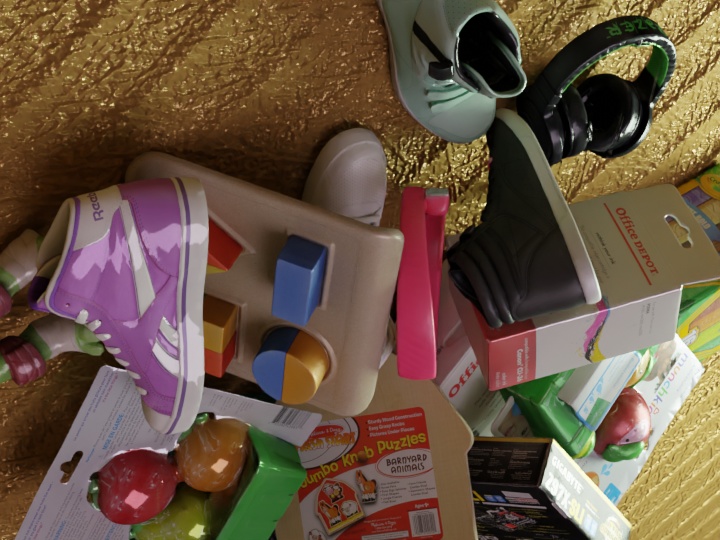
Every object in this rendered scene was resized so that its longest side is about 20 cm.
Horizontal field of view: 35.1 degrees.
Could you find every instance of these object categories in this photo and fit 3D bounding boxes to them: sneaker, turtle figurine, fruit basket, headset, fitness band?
[{"bbox_3d":[-0.163,0.031,0.755,0.112,0.073,0.203,-10,125,-22],"label":"sneaker"},{"bbox_3d":[-0.254,0.072,0.721,0.193,0.145,0.199,-37,-175,-26],"label":"turtle figurine"},{"bbox_3d":[0.221,0.115,1.013,0.200,0.093,0.186,42,81,-30],"label":"fruit basket"},{"bbox_3d":[0.185,-0.112,0.924,0.122,0.095,0.201,-9,147,-29],"label":"headset"},{"bbox_3d":[0.000,0.000,0.883,0.073,0.116,0.202,-10,135,-25],"label":"sneaker"},{"bbox_3d":[0.073,-0.132,0.799,0.073,0.119,0.201,-35,143,-2],"label":"sneaker"},{"bbox_3d":[0.102,-0.042,0.865,0.098,0.202,0.071,-21,140,5],"label":"sneaker"},{"bbox_3d":[0.047,0.008,0.891,0.037,0.200,0.147,4,96,5],"label":"fitness band"},{"bbox_3d":[-0.153,0.162,0.908,0.197,0.094,0.187,18,114,-28],"label":"fruit basket"}]

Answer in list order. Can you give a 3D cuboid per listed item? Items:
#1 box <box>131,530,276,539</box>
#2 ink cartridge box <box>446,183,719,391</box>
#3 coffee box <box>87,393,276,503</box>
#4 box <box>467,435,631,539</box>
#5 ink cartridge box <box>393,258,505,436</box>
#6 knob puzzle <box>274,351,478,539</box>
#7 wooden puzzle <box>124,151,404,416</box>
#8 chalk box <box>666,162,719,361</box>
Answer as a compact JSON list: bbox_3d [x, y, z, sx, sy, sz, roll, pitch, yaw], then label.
[{"bbox_3d":[-0.130,0.310,1.113,0.197,0.105,0.150,-17,138,-23],"label":"box"},{"bbox_3d":[0.178,0.010,0.910,0.196,0.118,0.068,-14,138,-4],"label":"ink cartridge box"},{"bbox_3d":[-0.138,0.167,1.008,0.198,0.044,0.124,3,127,-39],"label":"coffee box"},{"bbox_3d":[0.118,0.204,1.011,0.160,0.198,0.050,47,53,-35],"label":"box"},{"bbox_3d":[0.114,0.084,1.057,0.147,0.084,0.200,-50,142,-8],"label":"ink cartridge box"},{"bbox_3d":[0.004,0.154,0.965,0.220,0.220,0.030,-45,165,12],"label":"knob puzzle"},{"bbox_3d":[-0.079,0.023,0.817,0.197,0.047,0.187,16,132,6],"label":"wooden puzzle"},{"bbox_3d":[0.353,-0.009,1.134,0.198,0.124,0.125,-28,142,-10],"label":"chalk box"}]
